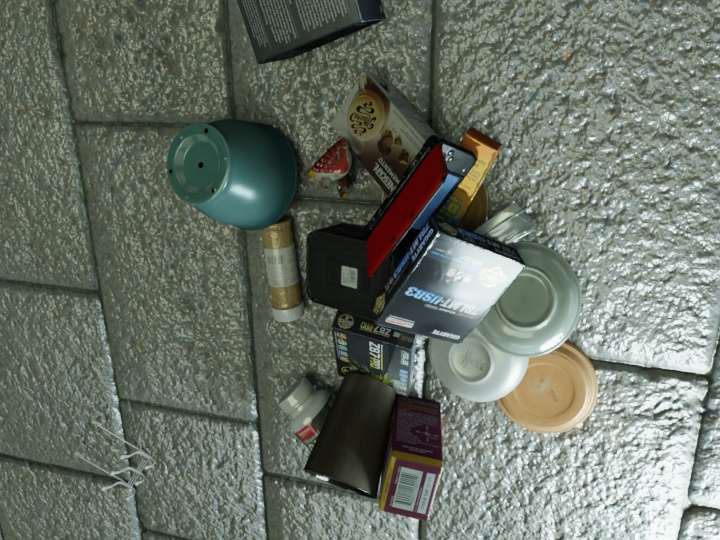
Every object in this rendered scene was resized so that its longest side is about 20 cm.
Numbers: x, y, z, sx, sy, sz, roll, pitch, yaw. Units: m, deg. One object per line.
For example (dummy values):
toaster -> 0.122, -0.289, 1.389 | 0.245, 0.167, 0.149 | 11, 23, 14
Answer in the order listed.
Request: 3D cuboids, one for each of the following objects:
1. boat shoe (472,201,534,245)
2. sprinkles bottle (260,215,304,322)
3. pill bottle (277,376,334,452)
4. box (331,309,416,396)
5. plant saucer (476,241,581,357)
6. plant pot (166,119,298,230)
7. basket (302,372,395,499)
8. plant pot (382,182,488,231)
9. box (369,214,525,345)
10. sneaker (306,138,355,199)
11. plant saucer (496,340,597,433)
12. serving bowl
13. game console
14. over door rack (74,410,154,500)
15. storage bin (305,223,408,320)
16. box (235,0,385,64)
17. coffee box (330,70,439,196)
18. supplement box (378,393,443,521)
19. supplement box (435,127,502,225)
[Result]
boat shoe -> 0.214, -0.033, 1.103 | 0.199, 0.070, 0.072 | -39, 81, 23
sprinkles bottle -> -0.157, -0.003, 1.273 | 0.066, 0.068, 0.206 | 0, 110, 18
pill bottle -> -0.082, 0.328, 1.348 | 0.110, 0.111, 0.201 | -40, 95, 26
box -> 0.028, 0.163, 1.233 | 0.156, 0.050, 0.202 | 14, 146, 11
plant saucer -> 0.288, 0.049, 1.111 | 0.194, 0.050, 0.207 | -1, 85, 13
plant pot -> -0.240, -0.180, 1.137 | 0.194, 0.187, 0.207 | 0, 90, 22
basket -> -0.010, 0.318, 1.244 | 0.133, 0.205, 0.180 | -1, 152, 40
plant pot -> 0.135, -0.124, 1.154 | 0.194, 0.028, 0.206 | 6, 111, 15
box -> 0.143, 0.025, 1.057 | 0.196, 0.050, 0.201 | 17, 121, -30
sneaker -> -0.037, -0.174, 1.114 | 0.078, 0.200, 0.082 | -45, 100, -1
plant saucer -> 0.350, 0.222, 1.210 | 0.194, 0.032, 0.206 | 7, 112, 16
serving bowl -> 0.214, 0.157, 1.192 | 0.194, 0.066, 0.207 | 7, 106, 24
game console -> 0.099, -0.089, 0.981 | 0.201, 0.169, 0.120 | -52, 51, 27
over door rack -> -0.638, 0.482, 1.618 | 0.199, 0.067, 0.149 | 39, 116, 1
storage bin -> 0.000, 0.000, 1.172 | 0.196, 0.093, 0.140 | 14, 110, 34
box -> -0.078, -0.429, 1.042 | 0.195, 0.149, 0.110 | -13, 107, 22
coffee box -> 0.052, -0.221, 1.072 | 0.114, 0.079, 0.202 | -49, 63, 28
supplement box -> 0.099, 0.360, 1.244 | 0.100, 0.201, 0.135 | 11, 115, 1
supplement box -> 0.166, -0.136, 1.088 | 0.065, 0.069, 0.204 | 29, 118, 8
